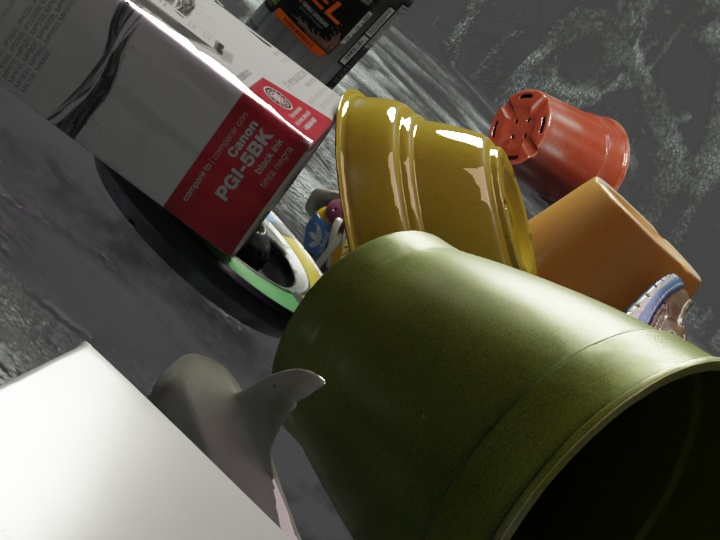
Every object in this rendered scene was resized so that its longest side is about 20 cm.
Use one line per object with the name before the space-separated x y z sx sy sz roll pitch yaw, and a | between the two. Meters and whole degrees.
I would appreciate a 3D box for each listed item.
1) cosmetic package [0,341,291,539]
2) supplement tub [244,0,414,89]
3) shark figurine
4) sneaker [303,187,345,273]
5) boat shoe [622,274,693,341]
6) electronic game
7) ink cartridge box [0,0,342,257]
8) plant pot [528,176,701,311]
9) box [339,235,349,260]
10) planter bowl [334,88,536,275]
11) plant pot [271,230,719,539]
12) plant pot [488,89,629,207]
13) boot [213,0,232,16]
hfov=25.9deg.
cosmetic package | -0.094 0.094 0.331 0.085 0.108 0.200 44 10 1
supplement tub | -0.023 -0.296 1.719 0.122 0.200 0.123 42 11 -10
shark figurine | -0.028 0.090 0.631 0.215 0.090 0.128 49 13 29
sneaker | 0.000 0.000 1.113 0.090 0.075 0.200 26 14 -15
boat shoe | 0.208 0.070 1.161 0.072 0.072 0.200 45 39 7
electronic game | -0.087 -0.031 0.958 0.200 0.042 0.200 43 12 -11
ink cartridge box | -0.117 -0.113 0.889 0.200 0.083 0.147 37 16 -3
plant pot | 0.179 0.029 1.319 0.200 0.183 0.200 43 12 -11
box | 0.009 0.009 0.979 0.200 0.041 0.039 -76 150 -60
planter bowl | 0.056 -0.021 0.935 0.200 0.083 0.202 -14 90 -76
plant pot | 0.059 0.081 0.769 0.193 0.201 0.200 37 5 38
plant pot | 0.345 -0.220 2.819 0.195 0.201 0.201 24 22 -38
boot | -0.148 -0.166 1.053 0.200 0.076 0.168 44 -4 -11
